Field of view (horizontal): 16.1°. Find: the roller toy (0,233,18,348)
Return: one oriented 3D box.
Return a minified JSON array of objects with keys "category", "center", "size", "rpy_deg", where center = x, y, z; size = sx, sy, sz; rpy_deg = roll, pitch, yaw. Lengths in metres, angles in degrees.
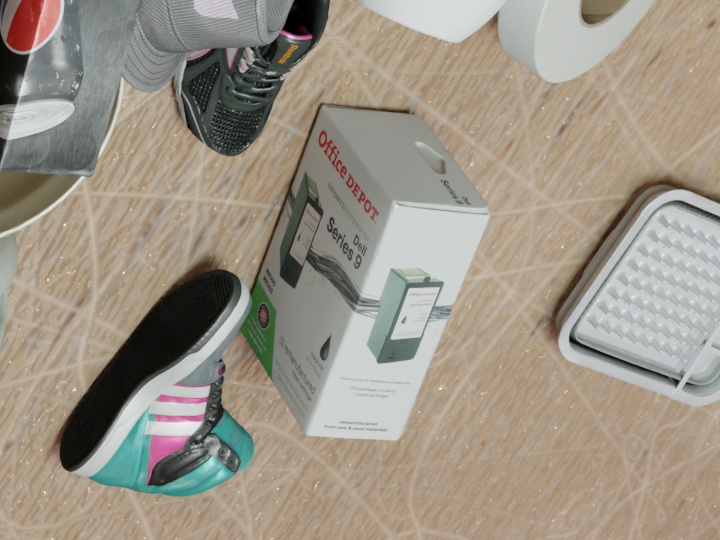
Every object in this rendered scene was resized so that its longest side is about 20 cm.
[{"category":"roller toy","center":[-0.320,0.010,1.652],"size":[0.182,0.200,0.140],"rpy_deg":[-7,128,-36]}]

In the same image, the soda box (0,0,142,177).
[{"category":"soda box","center":[-0.176,-0.159,1.514],"size":[0.071,0.063,0.200],"rpy_deg":[3,114,-36]}]

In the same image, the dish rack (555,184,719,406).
[{"category":"dish rack","center":[0.258,0.015,2.059],"size":[0.200,0.044,0.172],"rpy_deg":[19,113,-37]}]

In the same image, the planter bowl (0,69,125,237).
[{"category":"planter bowl","center":[-0.266,-0.134,1.599],"size":[0.200,0.135,0.200],"rpy_deg":[-17,125,-26]}]

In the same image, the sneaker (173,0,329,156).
[{"category":"sneaker","center":[-0.067,-0.160,1.726],"size":[0.080,0.086,0.200],"rpy_deg":[1,123,-27]}]

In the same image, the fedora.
[{"category":"fedora","center":[-0.087,-0.209,1.610],"size":[0.177,0.090,0.200],"rpy_deg":[31,66,-73]}]

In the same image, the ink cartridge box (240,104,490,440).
[{"category":"ink cartridge box","center":[0.000,0.000,1.841],"size":[0.084,0.146,0.200],"rpy_deg":[5,120,-29]}]

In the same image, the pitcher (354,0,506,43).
[{"category":"pitcher","center":[0.049,-0.259,1.648],"size":[0.171,0.121,0.200],"rpy_deg":[11,106,-46]}]

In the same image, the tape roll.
[{"category":"tape roll","center":[0.172,-0.225,1.779],"size":[0.203,0.037,0.203],"rpy_deg":[-43,156,-25]}]

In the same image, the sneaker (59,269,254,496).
[{"category":"sneaker","center":[-0.118,0.096,1.887],"size":[0.121,0.084,0.200],"rpy_deg":[28,115,-34]}]
